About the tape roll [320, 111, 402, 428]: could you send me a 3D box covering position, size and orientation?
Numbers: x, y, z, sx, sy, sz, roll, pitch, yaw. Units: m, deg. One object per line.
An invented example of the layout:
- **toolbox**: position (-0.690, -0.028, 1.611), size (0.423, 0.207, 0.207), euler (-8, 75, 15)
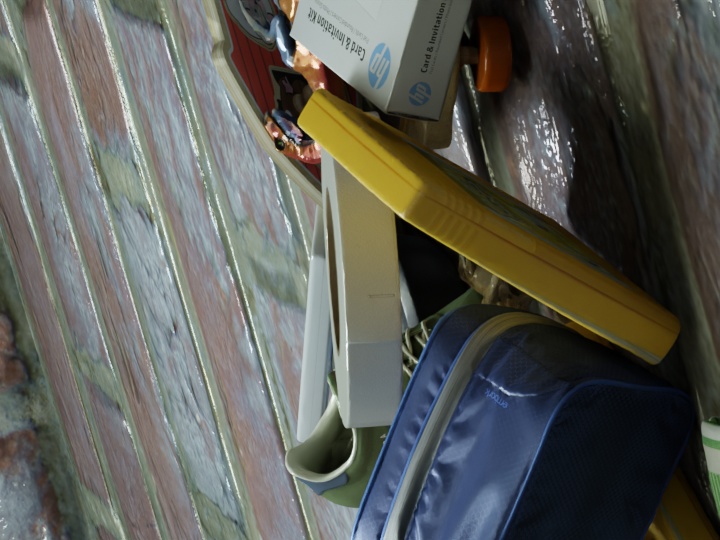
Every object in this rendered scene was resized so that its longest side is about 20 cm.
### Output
- **tape roll**: position (0.000, 0.000, 1.735), size (0.203, 0.037, 0.204), euler (177, 90, -87)

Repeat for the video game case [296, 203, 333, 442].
- **video game case**: position (-0.025, -0.005, 2.016), size (0.201, 0.022, 0.183), euler (96, 180, -46)

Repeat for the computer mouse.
- **computer mouse**: position (0.048, 0.033, 1.948), size (0.200, 0.052, 0.139), euler (86, 166, -66)

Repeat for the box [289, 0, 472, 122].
- **box**: position (0.027, -0.207, 1.599), size (0.156, 0.041, 0.201), euler (44, 123, 58)

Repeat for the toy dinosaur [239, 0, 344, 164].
- **toy dinosaur**: position (-0.041, -0.158, 1.769), size (0.200, 0.104, 0.183), euler (-19, -72, -74)

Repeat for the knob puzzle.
- **knob puzzle**: position (-0.041, -0.140, 1.902), size (0.220, 0.030, 0.220), euler (45, -147, -41)

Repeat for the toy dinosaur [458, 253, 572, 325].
- **toy dinosaur**: position (0.089, 0.050, 1.739), size (0.101, 0.058, 0.201), euler (-50, 26, 47)

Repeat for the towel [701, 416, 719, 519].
- **towel**: position (0.246, 0.179, 1.506), size (0.152, 0.023, 0.201), euler (-176, 66, -73)

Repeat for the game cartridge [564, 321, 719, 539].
- **game cartridge**: position (0.170, 0.153, 1.718), size (0.177, 0.032, 0.201), euler (98, 151, -58)

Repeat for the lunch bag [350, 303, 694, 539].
- **lunch bag**: position (0.086, 0.126, 1.615), size (0.132, 0.136, 0.201), euler (32, 103, 43)

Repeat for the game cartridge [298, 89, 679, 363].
- **game cartridge**: position (0.070, -0.030, 1.574), size (0.200, 0.033, 0.176), euler (31, -173, -32)

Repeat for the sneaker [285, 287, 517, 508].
- **sneaker**: position (0.022, 0.083, 1.841), size (0.201, 0.090, 0.067), euler (-56, 31, 27)

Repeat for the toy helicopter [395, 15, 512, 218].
- **toy helicopter**: position (0.036, -0.117, 1.750), size (0.201, 0.078, 0.133), euler (99, 164, -46)
